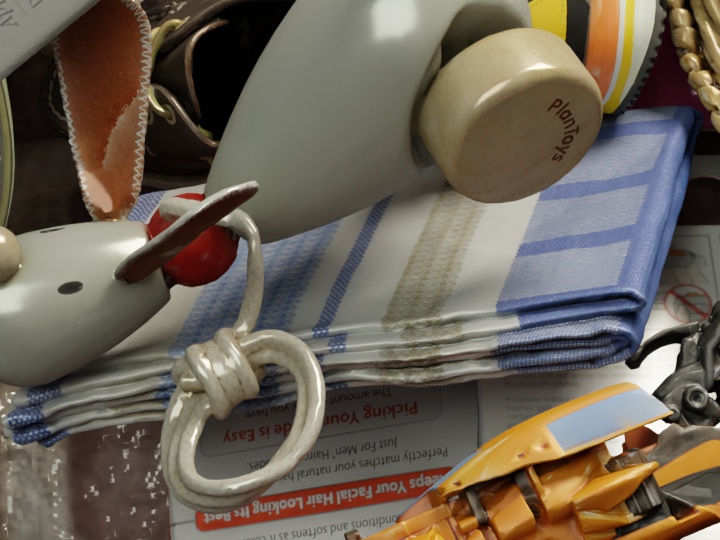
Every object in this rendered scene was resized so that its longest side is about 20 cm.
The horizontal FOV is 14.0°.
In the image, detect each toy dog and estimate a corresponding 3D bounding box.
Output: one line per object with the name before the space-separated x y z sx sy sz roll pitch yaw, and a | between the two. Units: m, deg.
toy dog | -0.029 -0.044 0.810 0.200 0.096 0.132 -46 49 -11

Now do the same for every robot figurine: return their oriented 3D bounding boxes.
robot figurine | 0.099 0.085 0.809 0.200 0.058 0.145 -23 86 -9

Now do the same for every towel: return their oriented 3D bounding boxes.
towel | 0.000 0.000 0.887 0.200 0.024 0.147 -9 25 18

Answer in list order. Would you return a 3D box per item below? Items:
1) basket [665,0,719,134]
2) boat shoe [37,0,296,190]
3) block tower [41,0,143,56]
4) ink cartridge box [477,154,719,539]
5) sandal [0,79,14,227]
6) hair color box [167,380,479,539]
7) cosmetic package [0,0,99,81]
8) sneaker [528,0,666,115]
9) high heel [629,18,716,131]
basket | 0.189 -0.080 0.918 0.143 0.149 0.200 -32 64 27
boat shoe | -0.039 -0.066 0.998 0.200 0.059 0.072 2 81 38
block tower | -0.068 -0.172 1.046 0.054 0.058 0.200 3 60 58
ink cartridge box | 0.114 0.054 0.909 0.160 0.047 0.200 0 52 -4
sandal | -0.149 -0.065 0.982 0.080 0.057 0.201 -8 66 11
hair color box | -0.003 0.073 0.956 0.111 0.064 0.200 -10 67 15
cosmetic package | -0.172 -0.117 0.866 0.200 0.123 0.199 -38 30 -1
sneaker | 0.037 -0.142 0.923 0.090 0.070 0.200 -1 65 -15
high heel | 0.066 -0.129 0.980 0.067 0.096 0.200 -23 51 -29
